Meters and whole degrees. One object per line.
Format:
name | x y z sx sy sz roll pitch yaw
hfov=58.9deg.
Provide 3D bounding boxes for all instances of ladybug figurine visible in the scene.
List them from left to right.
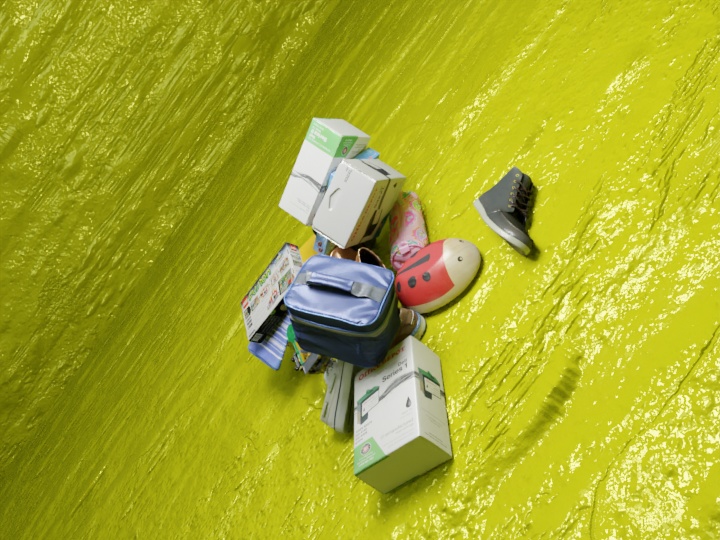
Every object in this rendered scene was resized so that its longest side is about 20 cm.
ladybug figurine | 0.133 0.005 1.192 0.198 0.071 0.138 -33 34 35

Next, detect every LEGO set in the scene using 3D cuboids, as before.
LEGO set | -0.051 0.121 1.285 0.155 0.114 0.203 54 124 38

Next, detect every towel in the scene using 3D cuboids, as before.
towel | -0.186 0.100 1.386 0.144 0.023 0.206 20 95 55

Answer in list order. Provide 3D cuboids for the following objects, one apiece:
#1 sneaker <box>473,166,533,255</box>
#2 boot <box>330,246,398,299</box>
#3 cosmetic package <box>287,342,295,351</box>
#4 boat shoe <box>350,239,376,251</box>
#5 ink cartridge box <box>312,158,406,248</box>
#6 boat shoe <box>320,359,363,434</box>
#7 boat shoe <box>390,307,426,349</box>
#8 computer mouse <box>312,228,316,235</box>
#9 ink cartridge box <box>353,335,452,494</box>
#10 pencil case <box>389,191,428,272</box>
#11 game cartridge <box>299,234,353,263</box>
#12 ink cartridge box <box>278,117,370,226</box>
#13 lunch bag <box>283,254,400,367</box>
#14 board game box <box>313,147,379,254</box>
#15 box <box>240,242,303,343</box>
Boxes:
sneaker | 0.267 -0.112 1.105 0.107 0.074 0.201 -48 27 16
boot | 0.000 0.000 1.222 0.076 0.156 0.202 -32 65 -7
cosmetic package | -0.136 0.106 1.471 0.085 0.107 0.201 -46 30 13
boat shoe | -0.046 -0.042 1.526 0.199 0.075 0.069 -38 26 16
ink cartridge box | 0.002 -0.137 1.268 0.148 0.083 0.199 -63 -14 18
boat shoe | -0.037 0.197 1.158 0.065 0.073 0.206 15 101 20
boat shoe | 0.031 0.138 1.205 0.200 0.072 0.073 -45 29 18
computer mouse | -0.043 -0.103 1.507 0.034 0.198 0.060 31 113 29
ink cartridge box | 0.063 0.231 1.039 0.145 0.084 0.203 -38 32 27
pencil case | 0.097 -0.084 1.336 0.087 0.087 0.203 -37 33 28
game cartridge | -0.111 0.006 1.435 0.176 0.033 0.199 -46 33 -14
ink cartridge box | -0.076 -0.209 1.347 0.204 0.083 0.145 -64 -17 20
lunch bag | -0.035 0.057 1.080 0.195 0.134 0.137 11 48 19
board game box | -0.031 -0.147 1.376 0.151 0.036 0.203 -44 -22 -45
box | -0.187 0.050 1.365 0.201 0.034 0.112 -48 44 30
